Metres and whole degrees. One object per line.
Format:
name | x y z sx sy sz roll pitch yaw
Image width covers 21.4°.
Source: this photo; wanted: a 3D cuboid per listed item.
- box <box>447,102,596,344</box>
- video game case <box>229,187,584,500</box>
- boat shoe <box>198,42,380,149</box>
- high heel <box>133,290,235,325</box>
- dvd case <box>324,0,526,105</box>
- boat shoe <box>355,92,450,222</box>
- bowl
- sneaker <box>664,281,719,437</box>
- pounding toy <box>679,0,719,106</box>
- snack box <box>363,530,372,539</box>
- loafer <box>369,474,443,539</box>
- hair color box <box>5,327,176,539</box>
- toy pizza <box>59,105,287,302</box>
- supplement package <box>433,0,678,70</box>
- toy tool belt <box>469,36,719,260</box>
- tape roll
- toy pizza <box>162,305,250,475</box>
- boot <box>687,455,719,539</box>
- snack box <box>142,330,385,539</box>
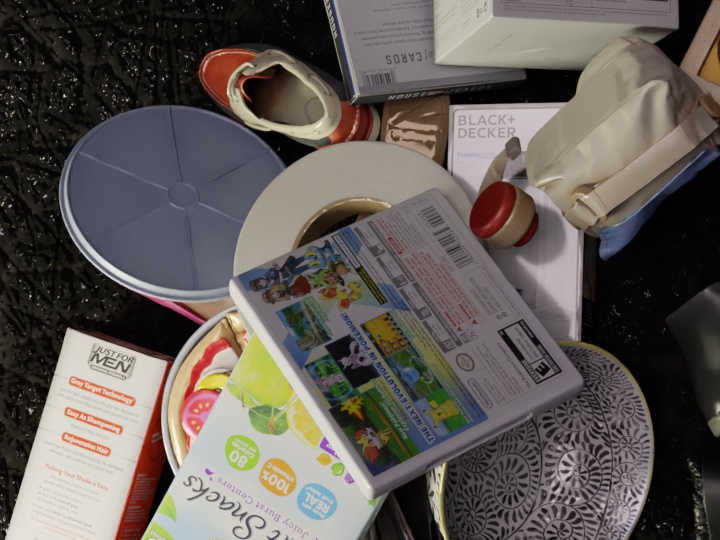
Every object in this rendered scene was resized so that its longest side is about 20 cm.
box | 0.126 -0.029 1.504 0.115 0.060 0.202 2 84 18
video game case | 0.031 0.047 1.365 0.181 0.022 0.201 -24 60 -21
boat shoe | -0.070 -0.144 1.554 0.199 0.062 0.072 27 99 41
high heel | -0.129 0.012 1.564 0.199 0.096 0.068 29 93 19
dvd case | 0.040 -0.235 1.524 0.149 0.025 0.202 -8 75 -20
boat shoe | 0.036 -0.056 1.534 0.071 0.065 0.202 7 84 9
bowl | 0.118 0.143 1.449 0.094 0.200 0.203 18 90 57
sneaker | 0.328 0.034 1.421 0.199 0.075 0.107 -29 78 14
pounding toy | 0.334 -0.195 1.410 0.183 0.142 0.201 27 93 18
snack box | -0.077 0.256 1.512 0.200 0.053 0.142 -40 104 10
loafer | 0.031 0.134 1.475 0.071 0.063 0.202 -7 79 -22
hair color box | -0.220 0.159 1.597 0.101 0.061 0.202 17 91 19
toy pizza | -0.147 -0.052 1.563 0.198 0.032 0.202 7 53 -10
supplement package | 0.144 -0.268 1.449 0.149 0.152 0.202 1 83 -14
toy tool belt | 0.188 -0.066 1.401 0.200 0.122 0.125 -45 28 27
tape roll | 0.000 0.000 1.469 0.201 0.037 0.205 -3 75 11
toy pizza | -0.063 0.121 1.533 0.198 0.032 0.202 0 93 5
boot | 0.317 0.144 1.380 0.161 0.073 0.200 -8 113 17
snack box | -0.057 0.157 1.416 0.142 0.053 0.201 31 105 7
